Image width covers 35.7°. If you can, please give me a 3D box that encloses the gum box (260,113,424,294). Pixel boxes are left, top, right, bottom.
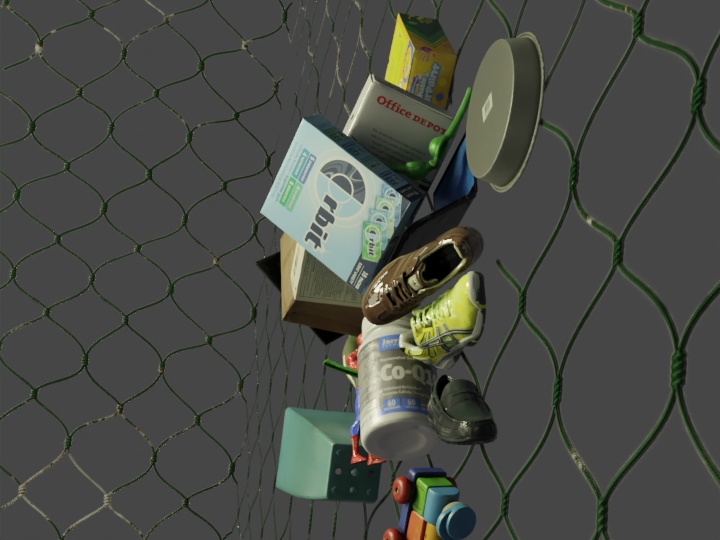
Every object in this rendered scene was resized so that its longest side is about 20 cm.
[{"bbox_3d":[-0.030,-0.093,1.579,0.044,0.200,0.171,-29,-27,-54],"label":"gum box"}]

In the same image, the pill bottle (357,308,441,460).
[{"bbox_3d":[0.053,0.154,1.575,0.114,0.113,0.201,112,160,-49],"label":"pill bottle"}]

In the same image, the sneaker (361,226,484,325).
[{"bbox_3d":[0.070,0.008,1.464,0.200,0.071,0.075,-39,-4,23],"label":"sneaker"}]

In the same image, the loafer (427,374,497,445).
[{"bbox_3d":[0.120,0.169,1.366,0.201,0.068,0.071,-163,72,-81],"label":"loafer"}]

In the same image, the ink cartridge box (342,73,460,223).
[{"bbox_3d":[0.038,-0.166,1.650,0.201,0.145,0.084,-63,9,15],"label":"ink cartridge box"}]

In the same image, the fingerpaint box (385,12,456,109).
[{"bbox_3d":[0.085,-0.281,1.772,0.167,0.073,0.201,-103,21,-59],"label":"fingerpaint box"}]

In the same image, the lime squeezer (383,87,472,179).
[{"bbox_3d":[0.091,-0.172,1.574,0.038,0.199,0.071,42,-163,-56],"label":"lime squeezer"}]

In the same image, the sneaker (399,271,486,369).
[{"bbox_3d":[0.108,0.069,1.460,0.200,0.076,0.076,115,160,-51],"label":"sneaker"}]

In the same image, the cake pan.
[{"bbox_3d":[0.176,-0.200,1.402,0.200,0.036,0.202,-172,90,-78],"label":"cake pan"}]

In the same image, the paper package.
[{"bbox_3d":[-0.033,0.001,1.869,0.201,0.189,0.104,-96,28,-44],"label":"paper package"}]

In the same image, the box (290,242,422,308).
[{"bbox_3d":[0.000,0.000,1.702,0.078,0.198,0.096,-107,28,-62],"label":"box"}]

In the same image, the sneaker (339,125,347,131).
[{"bbox_3d":[-0.030,-0.160,1.758,0.077,0.200,0.086,0,121,49],"label":"sneaker"}]

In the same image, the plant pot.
[{"bbox_3d":[-0.041,0.318,1.859,0.200,0.140,0.143,-173,91,-71],"label":"plant pot"}]

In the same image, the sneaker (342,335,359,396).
[{"bbox_3d":[0.020,0.169,1.830,0.090,0.067,0.201,112,156,-45],"label":"sneaker"}]

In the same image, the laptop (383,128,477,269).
[{"bbox_3d":[0.087,-0.084,1.579,0.103,0.199,0.178,52,149,18],"label":"laptop"}]

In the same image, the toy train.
[{"bbox_3d":[0.087,0.361,1.405,0.116,0.084,0.202,30,113,62],"label":"toy train"}]

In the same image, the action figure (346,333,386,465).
[{"bbox_3d":[0.028,0.189,1.713,0.099,0.065,0.202,-19,68,38],"label":"action figure"}]

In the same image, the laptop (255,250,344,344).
[{"bbox_3d":[-0.083,0.059,1.959,0.187,0.200,0.116,47,129,14],"label":"laptop"}]

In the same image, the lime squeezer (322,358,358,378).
[{"bbox_3d":[0.040,0.184,1.637,0.038,0.200,0.071,-54,-17,20],"label":"lime squeezer"}]
